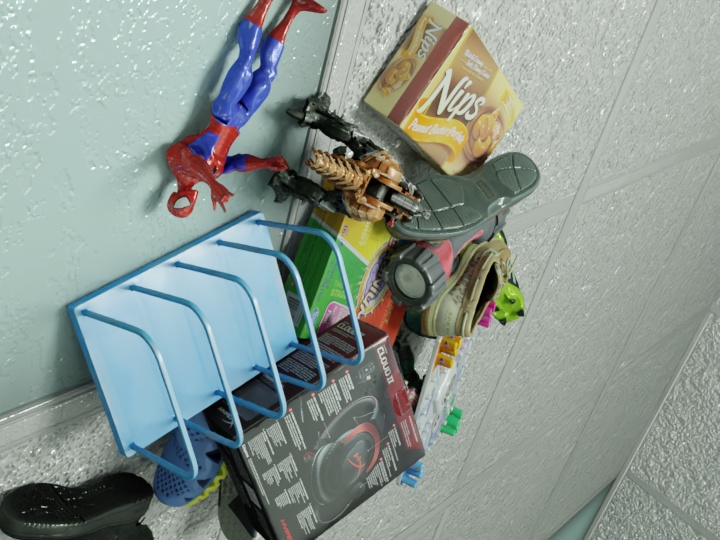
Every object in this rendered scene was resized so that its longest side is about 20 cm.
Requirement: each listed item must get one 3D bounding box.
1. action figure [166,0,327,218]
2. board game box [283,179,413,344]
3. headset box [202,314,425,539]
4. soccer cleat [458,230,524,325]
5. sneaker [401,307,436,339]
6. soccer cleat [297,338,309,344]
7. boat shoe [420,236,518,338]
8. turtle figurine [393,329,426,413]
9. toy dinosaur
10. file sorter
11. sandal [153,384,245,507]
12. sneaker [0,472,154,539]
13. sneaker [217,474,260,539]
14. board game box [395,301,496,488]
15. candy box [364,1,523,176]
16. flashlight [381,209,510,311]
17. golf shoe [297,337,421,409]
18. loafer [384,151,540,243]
[{"bbox_3d":[-0.081,-0.116,0.710,0.202,0.099,0.065,-56,150,9],"label":"action figure"},{"bbox_3d":[0.000,0.000,0.982,0.199,0.040,0.156,13,99,-60],"label":"board game box"},{"bbox_3d":[-0.032,0.151,0.890,0.198,0.075,0.151,-32,119,-24],"label":"headset box"},{"bbox_3d":[0.170,-0.013,1.236,0.066,0.082,0.202,-21,130,9],"label":"soccer cleat"},{"bbox_3d":[0.089,0.040,1.146,0.078,0.079,0.201,-48,151,-11],"label":"sneaker"},{"bbox_3d":[-0.046,0.166,0.981,0.202,0.069,0.087,68,32,-31],"label":"soccer cleat"},{"bbox_3d":[0.136,0.024,1.068,0.200,0.062,0.075,-43,138,-47],"label":"boat shoe"},{"bbox_3d":[0.044,0.158,1.194,0.198,0.100,0.152,-18,136,-40],"label":"turtle figurine"},{"bbox_3d":[-0.003,-0.086,0.796,0.103,0.134,0.201,-56,163,-14],"label":"toy dinosaur"},{"bbox_3d":[-0.111,0.057,0.770,0.199,0.121,0.141,-31,117,-36],"label":"file sorter"},{"bbox_3d":[-0.152,0.134,0.896,0.087,0.079,0.203,25,91,-56],"label":"sandal"},{"bbox_3d":[-0.260,0.248,0.858,0.199,0.060,0.106,5,117,-58],"label":"sneaker"},{"bbox_3d":[-0.094,0.190,1.041,0.146,0.076,0.206,-29,135,-53],"label":"sneaker"},{"bbox_3d":[0.111,0.148,1.160,0.200,0.025,0.204,-29,136,-64],"label":"board game box"},{"bbox_3d":[0.092,-0.171,0.949,0.116,0.055,0.199,-55,152,3],"label":"candy box"},{"bbox_3d":[0.101,-0.026,1.028,0.067,0.069,0.199,-22,-170,41],"label":"flashlight"},{"bbox_3d":[-0.010,0.139,1.044,0.199,0.072,0.093,39,73,-35],"label":"golf shoe"},{"bbox_3d":[0.106,-0.066,0.980,0.197,0.073,0.063,-21,159,-28],"label":"loafer"}]
